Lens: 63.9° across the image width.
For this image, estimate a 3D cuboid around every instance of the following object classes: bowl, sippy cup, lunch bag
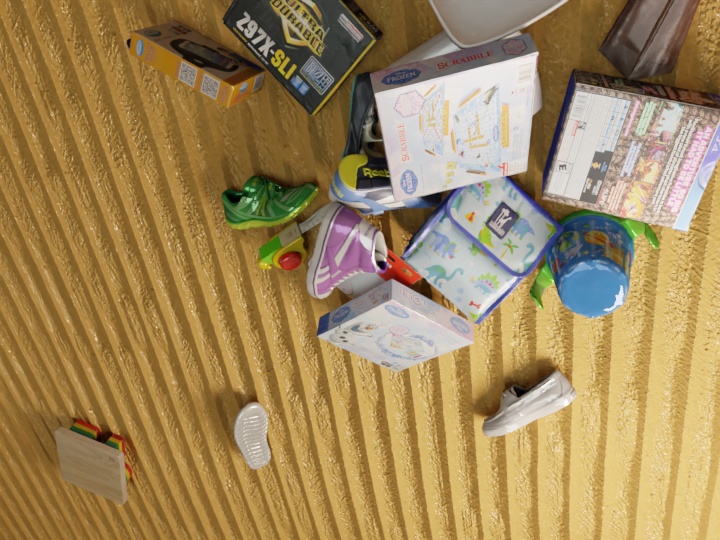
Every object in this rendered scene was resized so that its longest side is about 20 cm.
[{"bbox_3d":[0.163,-0.386,0.706,0.197,0.075,0.203,-26,91,8],"label":"bowl"},{"bbox_3d":[0.344,-0.003,0.864,0.137,0.131,0.181,19,122,8],"label":"sippy cup"},{"bbox_3d":[0.188,-0.048,0.905,0.169,0.128,0.201,40,112,-3],"label":"lunch bag"}]

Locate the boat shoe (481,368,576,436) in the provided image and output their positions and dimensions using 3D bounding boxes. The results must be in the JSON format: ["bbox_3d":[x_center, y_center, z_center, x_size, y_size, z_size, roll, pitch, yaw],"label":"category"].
[{"bbox_3d":[0.296,0.243,1.062,0.199,0.071,0.069,-38,80,39],"label":"boat shoe"}]

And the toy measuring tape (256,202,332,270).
[{"bbox_3d":[-0.102,-0.056,1.043,0.198,0.074,0.074,-32,106,13],"label":"toy measuring tape"}]

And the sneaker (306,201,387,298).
[{"bbox_3d":[-0.019,-0.004,0.908,0.113,0.073,0.202,27,142,7],"label":"sneaker"}]

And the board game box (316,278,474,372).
[{"bbox_3d":[0.060,0.103,1.006,0.198,0.044,0.198,28,142,-31],"label":"board game box"}]

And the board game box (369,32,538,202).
[{"bbox_3d":[0.124,-0.189,0.756,0.195,0.042,0.201,-12,145,3],"label":"board game box"}]

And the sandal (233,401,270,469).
[{"bbox_3d":[-0.256,0.380,1.339,0.050,0.081,0.206,41,140,47],"label":"sandal"}]

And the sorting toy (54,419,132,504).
[{"bbox_3d":[-0.713,0.513,1.568,0.196,0.070,0.202,18,123,9],"label":"sorting toy"}]

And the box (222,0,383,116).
[{"bbox_3d":[-0.089,-0.363,0.865,0.200,0.050,0.159,45,125,-9],"label":"box"}]

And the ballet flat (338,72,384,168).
[{"bbox_3d":[0.008,-0.202,0.906,0.072,0.073,0.203,17,120,9],"label":"ballet flat"}]

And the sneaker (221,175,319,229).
[{"bbox_3d":[-0.165,-0.125,1.010,0.196,0.074,0.085,-9,119,24],"label":"sneaker"}]

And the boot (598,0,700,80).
[{"bbox_3d":[0.414,-0.318,0.700,0.184,0.064,0.203,28,122,18],"label":"boot"}]

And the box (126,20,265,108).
[{"bbox_3d":[-0.260,-0.330,0.901,0.198,0.120,0.042,30,124,0],"label":"box"}]

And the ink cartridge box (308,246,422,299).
[{"bbox_3d":[0.000,0.000,0.976,0.162,0.057,0.200,38,165,-4],"label":"ink cartridge box"}]

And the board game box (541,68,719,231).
[{"bbox_3d":[0.365,-0.166,0.784,0.196,0.097,0.162,15,122,11],"label":"board game box"}]

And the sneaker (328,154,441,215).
[{"bbox_3d":[0.038,-0.128,0.901,0.196,0.075,0.082,5,152,-30],"label":"sneaker"}]

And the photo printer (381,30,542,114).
[{"bbox_3d":[0.147,-0.258,0.818,0.197,0.070,0.168,-26,108,23],"label":"photo printer"}]
